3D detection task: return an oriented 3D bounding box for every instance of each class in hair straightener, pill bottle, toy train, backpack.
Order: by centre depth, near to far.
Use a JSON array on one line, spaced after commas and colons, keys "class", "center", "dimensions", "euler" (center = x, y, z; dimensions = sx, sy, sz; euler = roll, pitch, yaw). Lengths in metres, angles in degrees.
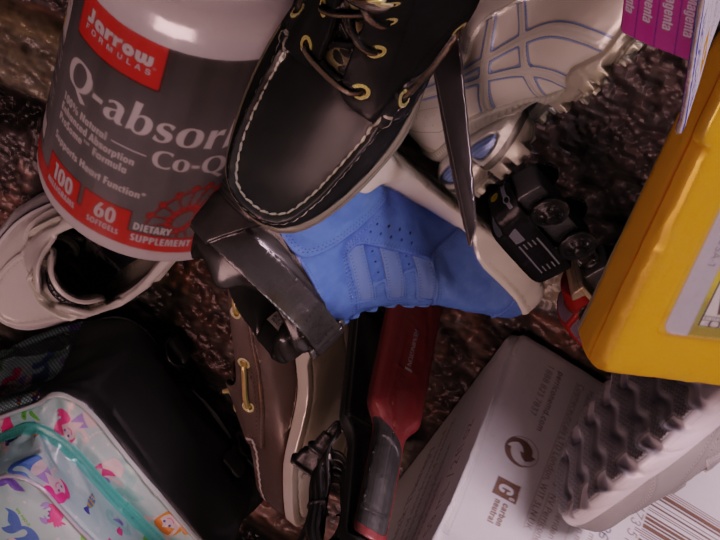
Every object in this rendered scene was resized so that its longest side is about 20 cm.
[{"class": "pill bottle", "center": [-0.080, -0.110, 0.931], "dimensions": [0.115, 0.116, 0.201], "euler": [25, 134, 4]}, {"class": "toy train", "center": [0.118, 0.018, 0.969], "dimensions": [0.046, 0.034, 0.200], "euler": [-28, 133, 18]}, {"class": "hair straightener", "center": [-0.001, 0.103, 1.030], "dimensions": [0.041, 0.201, 0.077], "euler": [26, 144, -30]}, {"class": "backpack", "center": [-0.180, 0.134, 1.185], "dimensions": [0.199, 0.151, 0.178], "euler": [-15, 123, 41]}]

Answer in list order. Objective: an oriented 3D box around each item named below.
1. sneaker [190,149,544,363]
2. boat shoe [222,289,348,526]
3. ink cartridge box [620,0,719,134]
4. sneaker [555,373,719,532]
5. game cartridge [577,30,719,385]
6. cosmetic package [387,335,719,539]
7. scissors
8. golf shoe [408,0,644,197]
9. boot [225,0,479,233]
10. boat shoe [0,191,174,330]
[{"class": "sneaker", "center": [-0.001, -0.001, 0.955], "dimensions": [0.200, 0.111, 0.077], "euler": [33, -172, -48]}, {"class": "boat shoe", "center": [-0.042, 0.053, 1.094], "dimensions": [0.059, 0.072, 0.201], "euler": [18, 131, 19]}, {"class": "ink cartridge box", "center": [0.126, -0.185, 0.703], "dimensions": [0.043, 0.200, 0.197], "euler": [14, 133, 15]}, {"class": "sneaker", "center": [0.177, 0.070, 0.945], "dimensions": [0.082, 0.075, 0.200], "euler": [38, 119, -25]}, {"class": "game cartridge", "center": [0.204, -0.031, 0.817], "dimensions": [0.175, 0.033, 0.201], "euler": [7, 129, -18]}, {"class": "cosmetic package", "center": [0.086, 0.181, 1.073], "dimensions": [0.166, 0.168, 0.200], "euler": [30, 135, -4]}, {"class": "scissors", "center": [0.029, -0.114, 0.872], "dimensions": [0.073, 0.014, 0.201], "euler": [8, 98, 16]}, {"class": "golf shoe", "center": [0.071, -0.115, 0.885], "dimensions": [0.097, 0.078, 0.200], "euler": [43, 133, -6]}, {"class": "boot", "center": [-0.004, -0.105, 0.790], "dimensions": [0.073, 0.154, 0.204], "euler": [37, 99, 8]}, {"class": "boat shoe", "center": [-0.151, -0.005, 1.096], "dimensions": [0.199, 0.066, 0.072], "euler": [-23, 117, 39]}]
